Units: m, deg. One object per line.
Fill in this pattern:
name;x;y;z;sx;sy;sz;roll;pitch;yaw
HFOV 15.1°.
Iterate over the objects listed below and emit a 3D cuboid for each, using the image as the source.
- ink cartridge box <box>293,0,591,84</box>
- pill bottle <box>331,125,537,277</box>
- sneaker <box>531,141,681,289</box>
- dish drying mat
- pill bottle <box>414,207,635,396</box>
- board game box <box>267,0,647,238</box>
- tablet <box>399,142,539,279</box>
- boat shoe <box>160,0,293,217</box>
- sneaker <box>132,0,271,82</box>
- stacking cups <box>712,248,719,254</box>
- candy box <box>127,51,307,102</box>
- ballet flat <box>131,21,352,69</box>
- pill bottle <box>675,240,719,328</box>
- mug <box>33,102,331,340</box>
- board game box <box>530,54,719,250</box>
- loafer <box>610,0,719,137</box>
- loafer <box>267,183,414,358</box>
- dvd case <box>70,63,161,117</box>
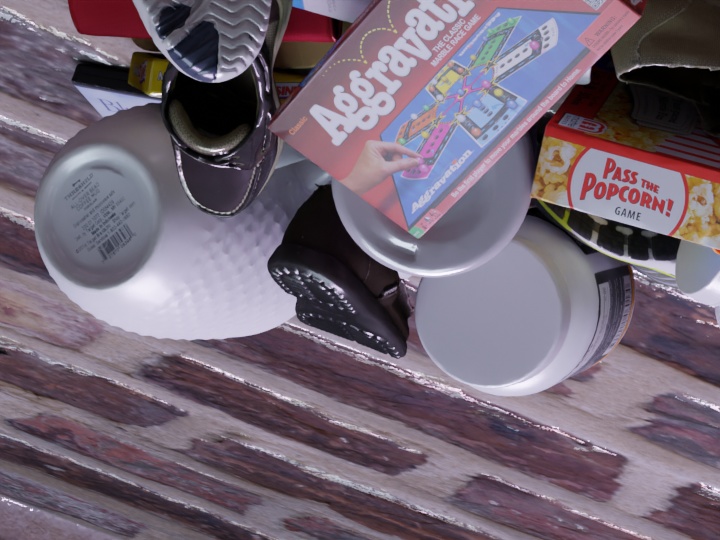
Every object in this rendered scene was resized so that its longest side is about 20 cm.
ink cartridge box;0.035;-0.171;1.418;0.199;0.067;0.116;16;162;7
pill bottle;0.046;-0.069;1.555;0.111;0.112;0.200;18;-167;1
sneaker;0.181;-0.025;1.725;0.199;0.074;0.081;27;164;-22
dish drying mat;-0.092;-0.170;1.559;0.199;0.077;0.018;5;-168;37
pill bottle;0.104;0.019;1.744;0.116;0.117;0.200;13;-173;16
board game box;0.046;-0.104;1.381;0.103;0.019;0.200;36;132;-9
tablet;0.016;-0.045;1.752;0.130;0.014;0.200;31;128;-33
boat shoe;-0.080;-0.090;1.473;0.073;0.065;0.200;17;143;9
sneaker;-0.107;-0.176;1.370;0.200;0.079;0.130;62;163;7
stacking cups;0.204;-0.041;1.589;0.200;0.061;0.061;25;169;32
candy box;-0.084;-0.114;1.647;0.102;0.027;0.200;8;-175;-9
ballet flat;-0.068;-0.155;1.585;0.199;0.069;0.063;3;140;36
pill bottle;0.297;0.017;1.663;0.199;0.113;0.112;24;162;-18
mug;-0.094;-0.042;1.648;0.199;0.148;0.175;-26;169;23
board game box;0.207;-0.055;1.494;0.199;0.046;0.152;16;-157;10
loafer;0.215;-0.100;1.457;0.199;0.068;0.076;21;163;-9
loafer;0.000;0.000;1.637;0.073;0.072;0.200;20;170;12
dvd case;-0.103;-0.085;1.913;0.142;0.018;0.200;12;162;23
